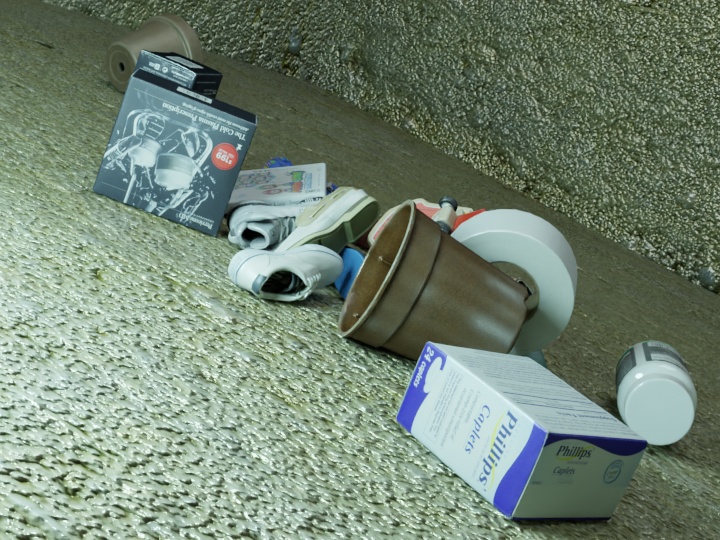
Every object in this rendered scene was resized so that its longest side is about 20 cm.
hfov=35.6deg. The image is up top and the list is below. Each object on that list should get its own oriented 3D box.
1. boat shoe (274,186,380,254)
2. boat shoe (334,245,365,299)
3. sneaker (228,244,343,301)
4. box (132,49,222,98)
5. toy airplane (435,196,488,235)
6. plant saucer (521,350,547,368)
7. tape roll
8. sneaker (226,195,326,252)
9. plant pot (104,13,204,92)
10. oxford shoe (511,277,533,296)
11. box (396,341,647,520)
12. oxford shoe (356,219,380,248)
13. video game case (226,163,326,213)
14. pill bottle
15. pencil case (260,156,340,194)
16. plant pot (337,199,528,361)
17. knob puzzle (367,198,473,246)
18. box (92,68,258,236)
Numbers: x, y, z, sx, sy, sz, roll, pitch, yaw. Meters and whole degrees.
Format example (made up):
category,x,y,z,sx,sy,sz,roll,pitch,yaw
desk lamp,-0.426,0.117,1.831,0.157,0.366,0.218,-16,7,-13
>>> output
category,x,y,z,sx,sy,sz,roll,pitch,yaw
boat shoe,-0.063,-0.054,1.649,0.199,0.075,0.068,-35,52,-28
boat shoe,0.000,0.000,1.683,0.068,0.085,0.200,20,15,-26
sneaker,-0.090,0.012,1.535,0.199,0.074,0.071,-5,38,-46
box,-0.325,-0.253,1.863,0.103,0.202,0.148,24,12,6
toy airplane,0.129,-0.007,1.745,0.140,0.201,0.199,33,-1,-11
plant saucer,0.202,0.102,1.717,0.198,0.036,0.200,22,14,-6
tape roll,0.204,0.018,1.582,0.201,0.204,0.071,23,33,2
sneaker,-0.107,-0.063,1.702,0.197,0.076,0.115,0,20,-2
plant pot,-0.486,-0.477,2.576,0.199,0.202,0.174,29,33,26
oxford shoe,0.231,0.042,1.762,0.070,0.074,0.200,12,17,-40
box,0.174,0.176,1.228,0.183,0.106,0.200,11,17,-42
oxford shoe,0.083,-0.043,2.018,0.199,0.071,0.075,31,9,23
video game case,-0.148,-0.142,1.913,0.180,0.024,0.200,-5,20,0
pill bottle,0.428,0.178,1.630,0.112,0.114,0.200,24,14,7
pencil case,-0.102,-0.145,2.071,0.078,0.088,0.199,-28,45,-36
plant pot,0.102,0.042,1.480,0.197,0.202,0.200,28,12,-10
knob puzzle,0.111,-0.051,1.943,0.217,0.031,0.222,6,54,-9
box,-0.277,-0.178,1.691,0.198,0.184,0.104,20,14,-10
